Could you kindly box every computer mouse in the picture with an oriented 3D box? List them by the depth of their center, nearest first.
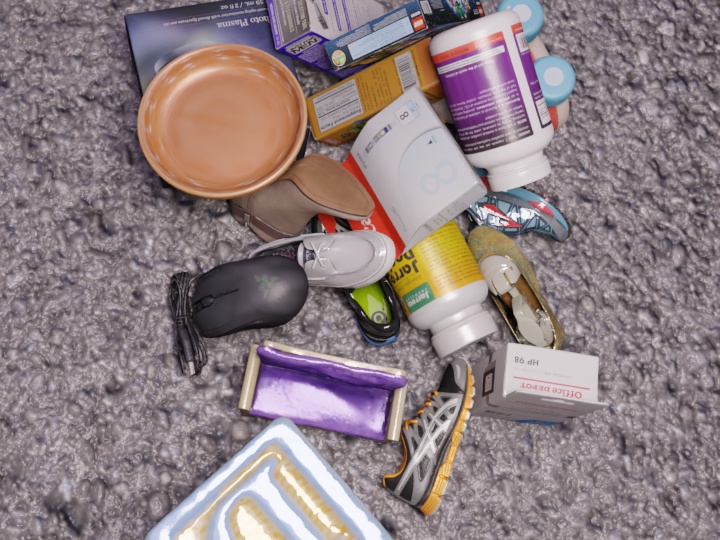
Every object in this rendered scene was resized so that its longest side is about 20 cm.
[{"bbox_3d":[-0.157,0.040,1.088,0.200,0.053,0.139,-20,72,23],"label":"computer mouse"}]

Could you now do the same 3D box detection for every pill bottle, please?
[{"bbox_3d":[0.163,-0.202,1.085,0.112,0.112,0.200,-22,102,-14],"label":"pill bottle"},{"bbox_3d":[0.095,0.006,1.160,0.113,0.113,0.200,-23,80,-14],"label":"pill bottle"}]

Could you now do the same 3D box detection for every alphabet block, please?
[{"bbox_3d":[-0.104,0.301,1.002,0.196,0.200,0.195,-38,83,-17],"label":"alphabet block"}]

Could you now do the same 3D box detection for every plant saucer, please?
[{"bbox_3d":[-0.162,-0.174,1.069,0.200,0.037,0.201,-1,72,2],"label":"plant saucer"}]

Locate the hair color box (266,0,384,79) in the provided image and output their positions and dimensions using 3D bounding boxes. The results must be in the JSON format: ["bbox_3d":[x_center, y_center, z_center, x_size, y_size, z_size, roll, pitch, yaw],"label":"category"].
[{"bbox_3d":[-0.037,-0.324,1.193,0.065,0.200,0.110,-20,74,30],"label":"hair color box"}]

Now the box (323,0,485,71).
[{"bbox_3d":[0.061,-0.305,1.145,0.200,0.136,0.038,-33,102,-57],"label":"box"}]

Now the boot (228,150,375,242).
[{"bbox_3d":[-0.083,-0.082,1.136,0.200,0.146,0.070,35,50,13],"label":"boot"}]

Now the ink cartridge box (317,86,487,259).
[{"bbox_3d":[0.032,-0.104,1.106,0.200,0.047,0.160,-35,65,13],"label":"ink cartridge box"}]

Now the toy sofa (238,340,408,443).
[{"bbox_3d":[-0.045,0.152,1.105,0.200,0.098,0.083,13,73,-6],"label":"toy sofa"}]

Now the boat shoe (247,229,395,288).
[{"bbox_3d":[-0.053,-0.017,1.106,0.200,0.068,0.072,2,87,36],"label":"boat shoe"}]

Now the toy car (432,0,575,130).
[{"bbox_3d":[0.160,-0.238,1.213,0.200,0.184,0.177,-24,80,-1],"label":"toy car"}]

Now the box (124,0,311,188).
[{"bbox_3d":[-0.185,-0.235,1.177,0.200,0.123,0.199,-13,79,-12],"label":"box"}]

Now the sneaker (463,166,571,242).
[{"bbox_3d":[0.187,-0.075,1.229,0.200,0.079,0.096,26,89,3],"label":"sneaker"}]

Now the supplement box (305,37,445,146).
[{"bbox_3d":[0.027,-0.230,1.181,0.200,0.066,0.069,-18,79,29],"label":"supplement box"}]

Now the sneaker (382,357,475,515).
[{"bbox_3d":[0.090,0.199,1.128,0.077,0.078,0.200,19,71,6],"label":"sneaker"}]

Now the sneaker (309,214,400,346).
[{"bbox_3d":[0.000,0.000,1.161,0.071,0.083,0.200,-24,79,-15],"label":"sneaker"}]

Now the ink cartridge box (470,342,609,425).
[{"bbox_3d":[0.214,0.139,1.097,0.116,0.200,0.067,9,73,-7],"label":"ink cartridge box"}]

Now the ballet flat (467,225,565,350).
[{"bbox_3d":[0.201,0.032,1.173,0.071,0.071,0.200,-34,96,-16],"label":"ballet flat"}]
